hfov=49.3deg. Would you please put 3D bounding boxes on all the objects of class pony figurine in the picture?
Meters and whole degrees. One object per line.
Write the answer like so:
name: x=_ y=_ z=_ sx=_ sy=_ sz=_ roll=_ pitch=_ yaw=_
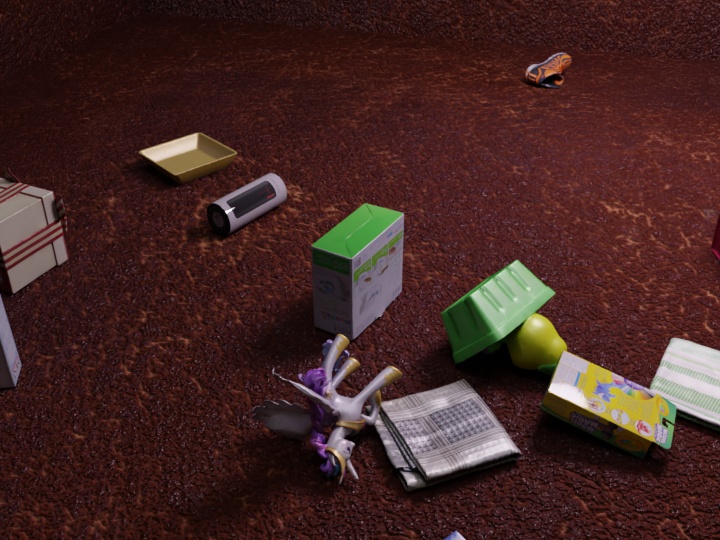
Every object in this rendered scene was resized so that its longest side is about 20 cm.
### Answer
pony figurine: x=-0.052 y=0.203 z=1.206 sx=0.191 sy=0.167 sz=0.202 roll=31 pitch=54 yaw=1

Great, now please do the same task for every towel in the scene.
towel: x=0.123 y=0.249 z=1.233 sx=0.195 sy=0.035 sz=0.193 roll=-12 pitch=34 yaw=-17
towel: x=0.580 y=0.190 z=1.332 sx=0.150 sy=0.024 sz=0.200 roll=18 pitch=37 yaw=28

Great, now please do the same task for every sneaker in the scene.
sneaker: x=0.660 y=-0.665 z=2.649 sx=0.197 sy=0.079 sz=0.112 roll=-29 pitch=44 yaw=-20

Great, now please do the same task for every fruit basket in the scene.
fruit basket: x=0.270 y=0.108 z=1.393 sx=0.212 sy=0.155 sz=0.220 roll=15 pitch=60 yaw=-27

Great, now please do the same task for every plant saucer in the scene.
plant saucer: x=-0.458 y=-0.293 z=2.088 sx=0.198 sy=0.049 sz=0.198 roll=-25 pitch=40 yaw=-35

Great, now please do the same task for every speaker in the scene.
speaker: x=-0.264 y=-0.157 z=1.840 sx=0.080 sy=0.083 sz=0.199 roll=21 pitch=37 yaw=31

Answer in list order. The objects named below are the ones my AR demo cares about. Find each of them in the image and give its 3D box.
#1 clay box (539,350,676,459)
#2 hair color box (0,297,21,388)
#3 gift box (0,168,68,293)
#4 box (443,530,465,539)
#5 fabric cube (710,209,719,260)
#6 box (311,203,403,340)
clay box: x=0.395 y=0.216 z=1.246 sx=0.197 sy=0.048 sz=0.115 roll=26 pitch=39 yaw=13
hair color box: x=-0.646 y=0.105 z=1.314 sx=0.096 sy=0.204 sz=0.061 roll=-6 pitch=32 yaw=-9
gift box: x=-0.727 y=-0.091 z=1.637 sx=0.181 sy=0.204 sz=0.187 roll=18 pitch=34 yaw=19
box: x=0.082 y=0.417 z=0.955 sx=0.197 sy=0.049 sz=0.121 roll=-22 pitch=39 yaw=-31
fabric cube: x=0.865 y=-0.085 z=1.594 sx=0.194 sy=0.204 sz=0.198 roll=-2 pitch=33 yaw=0
box: x=0.000 y=0.000 z=1.494 sx=0.095 sy=0.180 sz=0.200 roll=17 pitch=36 yaw=26
